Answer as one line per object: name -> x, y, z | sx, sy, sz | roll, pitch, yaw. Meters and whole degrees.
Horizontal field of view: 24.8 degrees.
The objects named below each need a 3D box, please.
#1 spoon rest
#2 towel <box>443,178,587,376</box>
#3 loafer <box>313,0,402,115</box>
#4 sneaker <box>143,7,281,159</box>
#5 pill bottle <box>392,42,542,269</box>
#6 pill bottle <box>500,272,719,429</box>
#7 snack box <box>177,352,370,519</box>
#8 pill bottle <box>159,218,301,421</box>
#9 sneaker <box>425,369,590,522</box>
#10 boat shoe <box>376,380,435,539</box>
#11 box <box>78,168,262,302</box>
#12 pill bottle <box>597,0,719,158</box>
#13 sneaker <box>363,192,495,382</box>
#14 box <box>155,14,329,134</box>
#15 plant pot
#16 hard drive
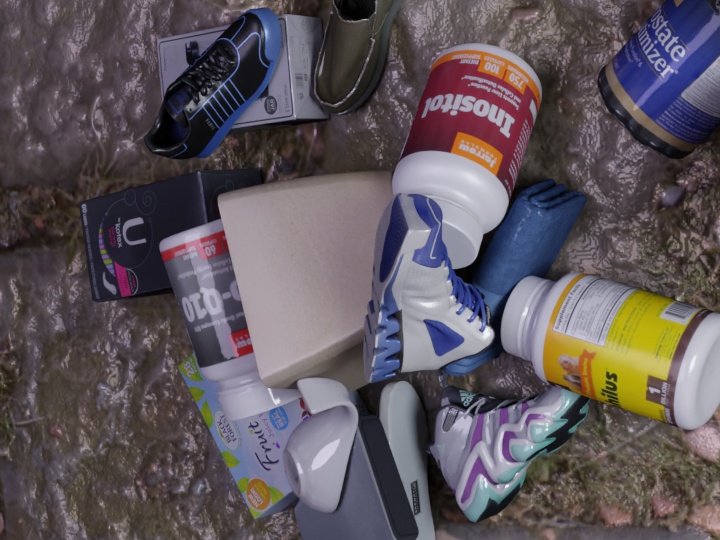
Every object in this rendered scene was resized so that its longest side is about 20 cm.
spoon rest -> -0.039, 0.174, 1.658 | 0.200, 0.060, 0.100 | 100, 149, -54
towel -> 0.140, 0.006, 1.578 | 0.048, 0.112, 0.201 | 36, 117, 18
loafer -> -0.009, -0.257, 1.702 | 0.075, 0.070, 0.201 | 32, 113, 32
sneaker -> -0.158, -0.195, 1.744 | 0.070, 0.078, 0.200 | 48, 121, 24
pill bottle -> 0.096, -0.107, 1.547 | 0.113, 0.113, 0.201 | -7, 52, 38
pill bottle -> 0.233, 0.067, 1.503 | 0.199, 0.109, 0.110 | 18, 105, 31
snack box -> -0.091, 0.145, 1.803 | 0.169, 0.068, 0.201 | -39, 69, 33
pill bottle -> -0.126, 0.047, 1.702 | 0.114, 0.114, 0.201 | -18, 92, 38
sneaker -> 0.129, 0.140, 1.622 | 0.140, 0.078, 0.200 | 51, 121, 22
boat shoe -> 0.031, 0.215, 1.711 | 0.063, 0.071, 0.201 | -1, 95, 37
box -> -0.210, -0.039, 1.857 | 0.199, 0.106, 0.123 | -12, 87, 38
pill bottle -> 0.310, -0.202, 1.428 | 0.200, 0.112, 0.112 | -48, 65, 30
sneaker -> 0.069, 0.019, 1.488 | 0.081, 0.115, 0.200 | -102, 17, -49
box -> -0.133, -0.212, 1.810 | 0.199, 0.060, 0.117 | -5, 91, 38
plant pot -> 0.000, 0.000, 1.643 | 0.176, 0.200, 0.201 | -20, 77, 24
hard drive -> -0.007, 0.260, 1.693 | 0.200, 0.033, 0.140 | -60, 42, 49
